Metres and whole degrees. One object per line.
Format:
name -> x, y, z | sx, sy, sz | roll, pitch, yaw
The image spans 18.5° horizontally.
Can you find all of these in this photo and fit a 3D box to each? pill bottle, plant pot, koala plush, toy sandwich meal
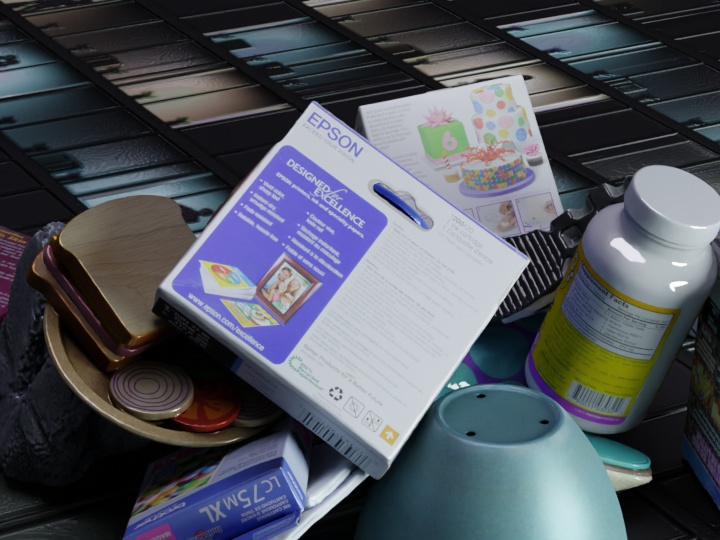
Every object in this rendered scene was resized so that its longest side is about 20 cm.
pill bottle -> 0.202, 0.021, 1.661 | 0.104, 0.200, 0.104 | 14, 37, -11
plant pot -> 0.093, 0.159, 1.554 | 0.200, 0.135, 0.200 | 1, 25, 0
koala plush -> -0.169, 0.086, 1.705 | 0.200, 0.184, 0.177 | 9, 29, -36
toy sandwich meal -> -0.130, 0.033, 1.544 | 0.205, 0.070, 0.205 | 14, 43, -13

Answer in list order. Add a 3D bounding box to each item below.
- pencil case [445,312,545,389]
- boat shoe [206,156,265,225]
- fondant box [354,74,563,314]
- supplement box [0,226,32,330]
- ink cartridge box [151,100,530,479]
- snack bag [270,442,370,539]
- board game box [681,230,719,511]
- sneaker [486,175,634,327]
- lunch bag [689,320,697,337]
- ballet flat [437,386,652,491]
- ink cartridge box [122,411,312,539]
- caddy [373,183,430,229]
pencil case -> 0.129, 0.077, 1.790 | 0.200, 0.085, 0.092 | -9, -1, -23
boat shoe -> -0.091, -0.030, 1.745 | 0.072, 0.068, 0.200 | 13, 30, 6
fondant box -> 0.088, -0.052, 1.838 | 0.144, 0.058, 0.200 | -12, 72, -9
supplement box -> -0.313, 0.052, 1.794 | 0.131, 0.103, 0.200 | 15, 29, 31
ink cartridge box -> -0.011, 0.011, 1.537 | 0.198, 0.043, 0.200 | 37, 60, 1
snack bag -> -0.093, 0.176, 1.530 | 0.189, 0.021, 0.200 | -16, 15, 41
board game box -> 0.318, 0.087, 1.644 | 0.097, 0.200, 0.159 | -2, 26, -11
sneaker -> 0.156, 0.005, 1.754 | 0.200, 0.089, 0.074 | -25, 56, 9
lunch bag -> 0.381, 0.022, 1.938 | 0.200, 0.076, 0.160 | -13, 26, -30
ballet flat -> 0.123, 0.141, 1.684 | 0.200, 0.062, 0.067 | 19, 15, 13
ink cartridge box -> -0.095, 0.151, 1.499 | 0.119, 0.042, 0.200 | -25, 13, 6
caddy -> 0.000, 0.000, 1.669 | 0.141, 0.200, 0.105 | 10, 57, 37
